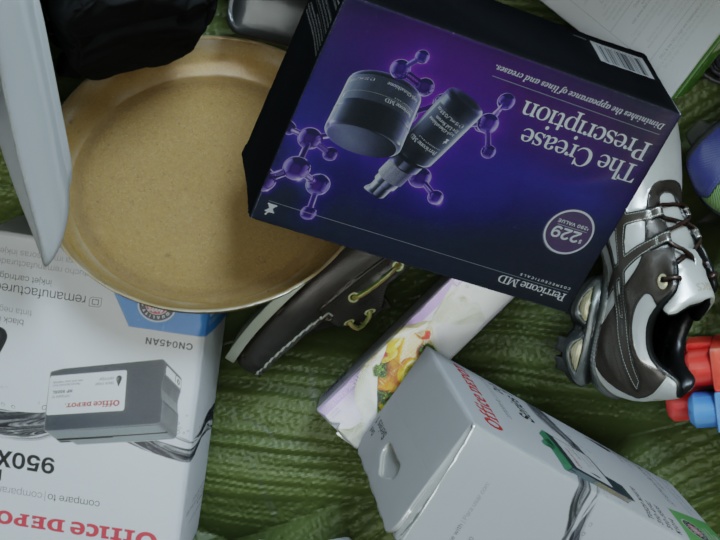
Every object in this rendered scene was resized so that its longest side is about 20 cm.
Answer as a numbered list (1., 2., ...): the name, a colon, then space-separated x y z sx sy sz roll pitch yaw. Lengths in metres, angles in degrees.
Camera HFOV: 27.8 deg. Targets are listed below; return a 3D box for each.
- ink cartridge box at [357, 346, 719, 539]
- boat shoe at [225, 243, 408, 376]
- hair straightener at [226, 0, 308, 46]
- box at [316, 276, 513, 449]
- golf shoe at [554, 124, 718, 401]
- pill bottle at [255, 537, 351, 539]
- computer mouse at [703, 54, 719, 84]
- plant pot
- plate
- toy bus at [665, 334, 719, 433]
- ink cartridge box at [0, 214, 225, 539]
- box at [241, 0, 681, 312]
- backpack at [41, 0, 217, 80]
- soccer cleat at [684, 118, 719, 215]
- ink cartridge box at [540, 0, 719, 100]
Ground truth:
1. ink cartridge box: 0.110 0.143 0.871 0.200 0.146 0.084 30 98 -15
2. boat shoe: 0.000 0.000 0.911 0.061 0.072 0.201 44 96 -6
3. hair straightener: 0.014 -0.136 0.889 0.200 0.077 0.041 19 97 0
4. box: 0.054 0.031 0.930 0.039 0.041 0.200 44 97 -6
5. golf shoe: 0.182 -0.017 0.882 0.078 0.094 0.201 -6 106 -41
6. pill bottle: -0.094 0.238 0.930 0.200 0.114 0.114 -13 98 5
7. computer mouse: 0.210 -0.214 0.890 0.140 0.046 0.200 -40 96 18
8. plant pot: -0.093 -0.056 0.882 0.199 0.028 0.200 1 59 -1
9. plate: -0.201 -0.137 0.813 0.032 0.200 0.200 -17 134 -15
10. toy bus: 0.278 0.037 0.888 0.192 0.136 0.201 -2 96 19
11. ink cartridge box: -0.168 0.076 0.924 0.144 0.084 0.201 8 99 2
12. box: 0.052 -0.075 0.810 0.200 0.079 0.141 16 122 -18
13. backpack: -0.145 -0.228 0.848 0.126 0.167 0.200 -9 82 -14
14. soccer cleat: 0.291 -0.097 0.877 0.200 0.065 0.084 -36 59 13
15. ink cartridge box: 0.143 -0.204 0.857 0.200 0.059 0.104 41 122 11
